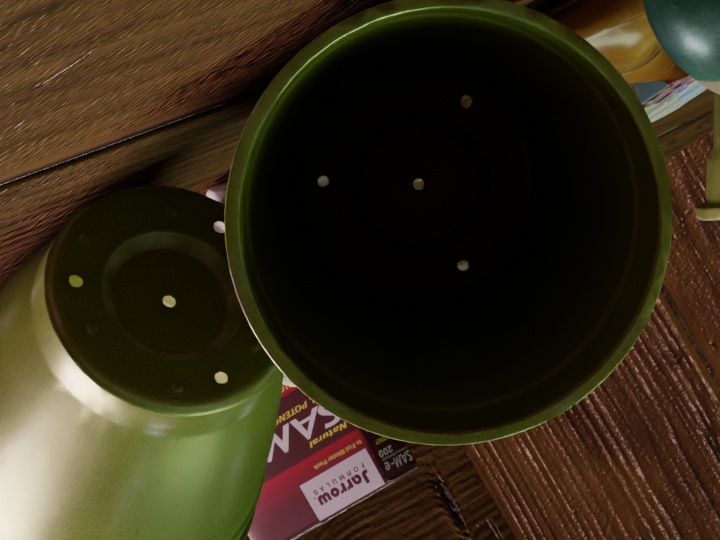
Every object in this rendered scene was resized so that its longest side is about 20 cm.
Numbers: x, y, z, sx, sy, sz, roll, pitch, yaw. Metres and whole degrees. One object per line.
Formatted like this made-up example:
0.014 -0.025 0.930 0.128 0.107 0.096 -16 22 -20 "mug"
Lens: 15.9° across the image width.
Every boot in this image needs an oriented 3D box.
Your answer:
0.141 -0.139 1.600 0.144 0.071 0.201 -24 172 -5 "boot"

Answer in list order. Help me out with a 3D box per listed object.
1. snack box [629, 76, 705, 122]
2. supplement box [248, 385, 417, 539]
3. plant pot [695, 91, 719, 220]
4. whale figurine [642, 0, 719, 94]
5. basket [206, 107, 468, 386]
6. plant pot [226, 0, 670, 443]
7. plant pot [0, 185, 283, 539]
0.216 -0.152 1.895 0.200 0.068 0.169 -29 176 -42 "snack box"
-0.062 0.068 1.653 0.109 0.201 0.061 -32 175 21 "supplement box"
0.298 -0.137 1.631 0.199 0.185 0.200 -9 -176 1 "plant pot"
0.230 -0.185 1.368 0.200 0.104 0.159 -42 -154 31 "whale figurine"
0.023 -0.014 1.530 0.199 0.124 0.136 -16 176 1 "basket"
0.034 -0.033 1.243 0.200 0.201 0.193 -30 -173 0 "plant pot"
-0.121 0.058 1.347 0.200 0.201 0.193 -27 164 -32 "plant pot"
